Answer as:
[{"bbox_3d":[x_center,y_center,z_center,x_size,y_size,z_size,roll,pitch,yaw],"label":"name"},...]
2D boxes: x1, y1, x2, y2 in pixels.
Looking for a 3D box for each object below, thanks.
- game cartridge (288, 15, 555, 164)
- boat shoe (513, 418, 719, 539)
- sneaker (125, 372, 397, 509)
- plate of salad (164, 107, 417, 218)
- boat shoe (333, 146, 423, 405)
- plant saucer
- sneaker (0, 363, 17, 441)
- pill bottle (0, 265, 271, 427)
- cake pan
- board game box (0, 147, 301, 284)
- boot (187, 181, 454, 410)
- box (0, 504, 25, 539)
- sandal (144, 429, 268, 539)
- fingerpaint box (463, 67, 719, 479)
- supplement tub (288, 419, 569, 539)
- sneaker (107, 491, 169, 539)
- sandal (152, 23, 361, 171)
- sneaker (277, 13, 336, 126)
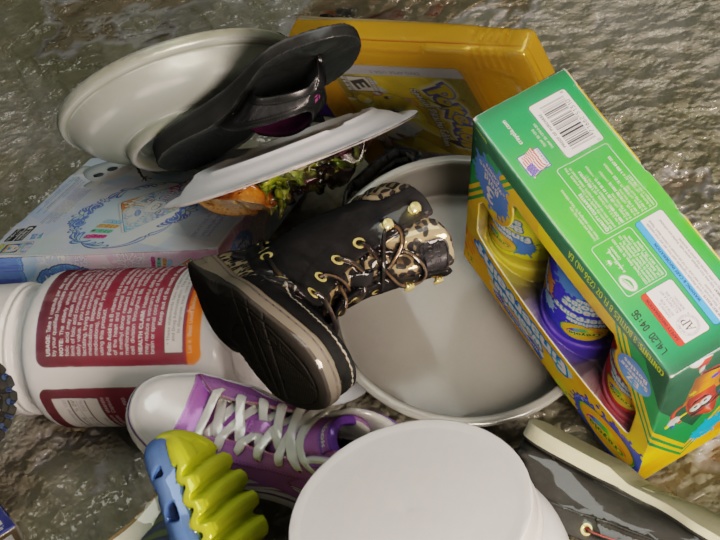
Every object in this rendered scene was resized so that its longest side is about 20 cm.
[{"bbox_3d":[0.065,-0.126,1.227,0.199,0.176,0.033,9,65,31],"label":"game cartridge"},{"bbox_3d":[0.171,0.157,0.937,0.201,0.074,0.063,26,93,29],"label":"boat shoe"},{"bbox_3d":[-0.046,0.098,0.982,0.200,0.114,0.073,19,64,1],"label":"sneaker"},{"bbox_3d":[-0.048,-0.073,1.187,0.199,0.048,0.200,-21,8,3],"label":"plate of salad"},{"bbox_3d":[0.000,0.000,1.166,0.071,0.091,0.201,5,43,27],"label":"boat shoe"},{"bbox_3d":[-0.137,-0.122,1.268,0.199,0.200,0.050,-18,76,0],"label":"plant saucer"},{"bbox_3d":[-0.312,0.146,1.090,0.085,0.077,0.200,-4,43,49],"label":"sneaker"},{"bbox_3d":[-0.169,0.055,1.149,0.199,0.115,0.114,-2,41,19],"label":"pill bottle"},{"bbox_3d":[0.069,0.017,1.098,0.199,0.037,0.201,0,64,-1],"label":"cake pan"},{"bbox_3d":[-0.164,-0.039,1.281,0.198,0.044,0.200,-3,26,20],"label":"board game box"},{"bbox_3d":[-0.010,0.009,1.000,0.150,0.073,0.200,-25,21,-17],"label":"boot"},{"bbox_3d":[-0.330,0.169,1.139,0.121,0.033,0.200,-33,43,-19],"label":"box"},{"bbox_3d":[-0.088,0.190,0.931,0.087,0.079,0.201,-25,77,20],"label":"sandal"},{"bbox_3d":[0.145,0.008,0.985,0.073,0.167,0.200,-28,65,-13],"label":"fingerpaint box"},{"bbox_3d":[0.047,0.189,0.831,0.144,0.201,0.145,-11,38,9],"label":"supplement tub"},{"bbox_3d":[-0.104,0.183,1.018,0.090,0.067,0.200,29,51,25],"label":"sneaker"},{"bbox_3d":[-0.069,-0.115,1.187,0.200,0.075,0.048,-32,69,34],"label":"sandal"},{"bbox_3d":[-0.002,-0.167,1.360,0.199,0.100,0.070,4,45,26],"label":"sneaker"}]
